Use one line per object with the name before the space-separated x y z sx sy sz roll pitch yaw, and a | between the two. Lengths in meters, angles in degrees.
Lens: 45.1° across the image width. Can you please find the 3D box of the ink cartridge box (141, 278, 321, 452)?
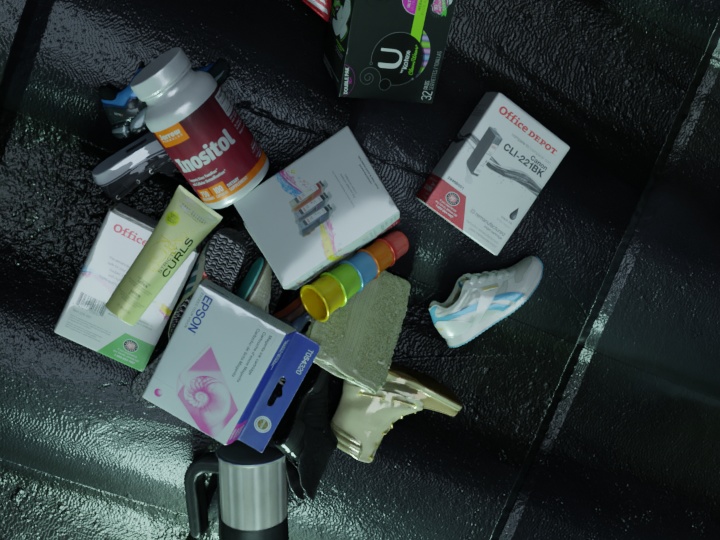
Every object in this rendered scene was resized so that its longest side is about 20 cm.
ink cartridge box | -0.186 0.145 1.251 0.198 0.043 0.199 29 104 -2

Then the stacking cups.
stacking cups | 0.000 0.000 1.296 0.199 0.060 0.061 -35 107 -33

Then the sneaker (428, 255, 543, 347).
sneaker | 0.201 0.035 1.373 0.199 0.077 0.081 -36 102 -1

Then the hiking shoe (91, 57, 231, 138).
hiking shoe | -0.283 -0.266 1.248 0.197 0.074 0.088 -27 104 -1

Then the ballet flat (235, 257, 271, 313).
ballet flat | -0.174 0.075 1.303 0.062 0.067 0.202 30 96 -22

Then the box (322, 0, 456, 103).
box | 0.040 -0.355 1.205 0.146 0.125 0.203 0 125 -17

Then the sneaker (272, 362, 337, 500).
sneaker | -0.073 0.244 1.354 0.104 0.059 0.202 47 50 -27

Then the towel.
towel | -0.002 0.074 1.322 0.147 0.036 0.203 27 59 -13

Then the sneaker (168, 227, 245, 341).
sneaker | -0.226 0.028 1.304 0.069 0.093 0.203 23 95 -9

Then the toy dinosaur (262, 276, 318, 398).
toy dinosaur | -0.143 0.113 1.363 0.178 0.105 0.204 -6 69 3

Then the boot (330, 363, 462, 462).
boot | 0.051 0.237 1.395 0.197 0.073 0.158 20 98 -9

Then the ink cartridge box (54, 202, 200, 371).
ink cartridge box | -0.343 0.022 1.293 0.143 0.088 0.203 26 98 -12

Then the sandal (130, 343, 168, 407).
sandal | -0.271 0.129 1.342 0.199 0.048 0.076 -37 99 -1

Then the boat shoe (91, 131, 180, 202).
boat shoe | -0.295 -0.165 1.275 0.198 0.070 0.067 -32 121 -3

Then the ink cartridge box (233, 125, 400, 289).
ink cartridge box | -0.060 -0.083 1.263 0.198 0.145 0.146 -32 87 1

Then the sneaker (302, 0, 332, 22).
sneaker | -0.006 -0.423 1.268 0.196 0.079 0.117 3 119 -9

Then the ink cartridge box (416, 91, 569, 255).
ink cartridge box | 0.202 -0.151 1.330 0.143 0.084 0.202 33 95 -12

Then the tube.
tube | -0.284 -0.018 1.228 0.201 0.052 0.058 -54 144 -2

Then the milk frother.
milk frother | -0.195 0.380 1.329 0.177 0.200 0.192 -2 101 -3

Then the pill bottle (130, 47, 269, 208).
pill bottle | -0.221 -0.194 1.184 0.112 0.113 0.201 -35 118 1
